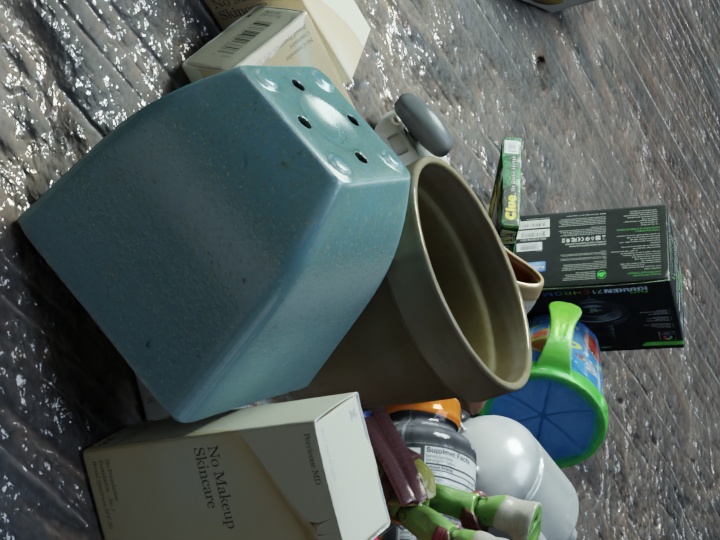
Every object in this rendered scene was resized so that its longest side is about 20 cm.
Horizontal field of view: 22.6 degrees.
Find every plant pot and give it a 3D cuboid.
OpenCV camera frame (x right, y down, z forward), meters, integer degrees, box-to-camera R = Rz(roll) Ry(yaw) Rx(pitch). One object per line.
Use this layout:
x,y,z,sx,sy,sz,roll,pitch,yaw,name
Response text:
-0.080,-0.039,1.300,0.196,0.200,0.196,50,23,15,plant pot
0.019,0.033,1.454,0.200,0.173,0.200,50,26,-36,plant pot

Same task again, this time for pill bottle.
0.052,0.211,1.634,0.106,0.106,0.200,40,47,-50,pill bottle

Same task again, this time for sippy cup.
0.201,0.119,1.914,0.140,0.178,0.130,40,35,-16,sippy cup

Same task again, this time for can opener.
0.084,-0.082,1.772,0.053,0.067,0.200,-28,78,-21,can opener

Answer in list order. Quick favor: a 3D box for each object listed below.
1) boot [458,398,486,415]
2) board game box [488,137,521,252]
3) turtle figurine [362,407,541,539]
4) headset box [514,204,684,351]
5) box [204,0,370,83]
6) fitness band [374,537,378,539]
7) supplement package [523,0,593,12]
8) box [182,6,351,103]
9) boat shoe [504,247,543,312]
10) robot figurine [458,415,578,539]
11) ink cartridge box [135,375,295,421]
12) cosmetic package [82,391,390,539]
0.091,0.092,1.753,0.200,0.064,0.187,73,19,-46,boot
0.146,-0.041,1.875,0.200,0.023,0.105,94,2,-60,board game box
0.040,0.225,1.487,0.144,0.193,0.200,30,76,-67,turtle figurine
0.262,0.016,1.979,0.200,0.174,0.093,60,29,-62,headset box
-0.081,-0.253,1.564,0.200,0.095,0.078,56,37,-35,box
-0.044,0.260,1.401,0.037,0.143,0.200,-106,179,-73,fitness band
0.234,-0.390,2.168,0.200,0.114,0.110,3,76,-61,supplement package
-0.056,-0.115,1.528,0.095,0.078,0.200,-43,122,-22,box
0.085,-0.030,1.664,0.200,0.069,0.074,37,35,-2,boat shoe
0.144,0.219,1.791,0.200,0.113,0.170,50,5,-43,robot figurine
-0.106,0.088,1.452,0.200,0.043,0.174,-26,105,-62,ink cartridge box
-0.090,0.156,1.290,0.073,0.200,0.104,-26,103,-60,cosmetic package
